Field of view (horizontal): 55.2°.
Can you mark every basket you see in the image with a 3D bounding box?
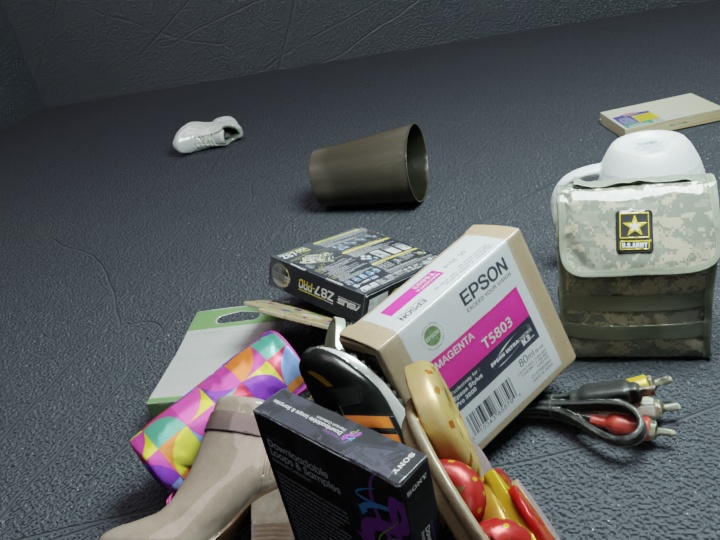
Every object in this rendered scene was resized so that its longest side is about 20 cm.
[{"bbox_3d":[0.015,-0.191,1.309,0.199,0.137,0.181,-6,33,20],"label":"basket"}]

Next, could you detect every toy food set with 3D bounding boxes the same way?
[{"bbox_3d":[0.099,0.174,0.527,0.049,0.198,0.200,-36,37,4],"label":"toy food set"}]

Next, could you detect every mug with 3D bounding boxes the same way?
[{"bbox_3d":[0.353,-0.084,0.909,0.199,0.176,0.148,-2,29,19],"label":"mug"}]

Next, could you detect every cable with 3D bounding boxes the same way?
[{"bbox_3d":[0.216,0.147,0.701,0.199,0.050,0.097,-12,32,29],"label":"cable"}]

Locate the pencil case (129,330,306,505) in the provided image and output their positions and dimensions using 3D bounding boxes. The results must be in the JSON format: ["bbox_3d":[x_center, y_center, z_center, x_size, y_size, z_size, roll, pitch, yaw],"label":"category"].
[{"bbox_3d":[-0.143,0.154,0.730,0.200,0.089,0.088,-42,37,-22],"label":"pencil case"}]

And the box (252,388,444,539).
[{"bbox_3d":[0.001,0.193,0.508,0.143,0.201,0.036,15,39,41],"label":"box"}]

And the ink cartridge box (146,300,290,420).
[{"bbox_3d":[-0.171,0.118,0.890,0.145,0.048,0.200,-7,27,10],"label":"ink cartridge box"}]

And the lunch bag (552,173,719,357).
[{"bbox_3d":[0.302,-0.009,0.764,0.163,0.201,0.118,-2,28,17],"label":"lunch bag"}]

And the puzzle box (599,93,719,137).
[{"bbox_3d":[0.607,-0.314,1.400,0.199,0.026,0.133,-12,28,2],"label":"puzzle box"}]

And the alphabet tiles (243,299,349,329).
[{"bbox_3d":[-0.037,0.062,0.857,0.199,0.006,0.166,13,1,13],"label":"alphabet tiles"}]

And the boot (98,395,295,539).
[{"bbox_3d":[-0.134,0.192,0.647,0.199,0.070,0.147,3,62,-6],"label":"boot"}]

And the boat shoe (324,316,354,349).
[{"bbox_3d":[-0.005,0.145,0.699,0.066,0.075,0.200,9,55,-14],"label":"boat shoe"}]

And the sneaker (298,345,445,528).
[{"bbox_3d":[0.003,0.159,0.608,0.090,0.200,0.070,-39,-2,-36],"label":"sneaker"}]

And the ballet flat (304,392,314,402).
[{"bbox_3d":[-0.014,0.115,0.806,0.068,0.069,0.200,-3,29,20],"label":"ballet flat"}]

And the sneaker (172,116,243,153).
[{"bbox_3d":[-0.413,-0.369,1.883,0.199,0.078,0.099,-26,34,-23],"label":"sneaker"}]

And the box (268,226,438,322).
[{"bbox_3d":[0.000,0.000,0.937,0.161,0.049,0.200,23,27,29],"label":"box"}]

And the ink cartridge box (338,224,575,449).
[{"bbox_3d":[0.102,0.076,0.685,0.200,0.165,0.075,-38,22,-21],"label":"ink cartridge box"}]
